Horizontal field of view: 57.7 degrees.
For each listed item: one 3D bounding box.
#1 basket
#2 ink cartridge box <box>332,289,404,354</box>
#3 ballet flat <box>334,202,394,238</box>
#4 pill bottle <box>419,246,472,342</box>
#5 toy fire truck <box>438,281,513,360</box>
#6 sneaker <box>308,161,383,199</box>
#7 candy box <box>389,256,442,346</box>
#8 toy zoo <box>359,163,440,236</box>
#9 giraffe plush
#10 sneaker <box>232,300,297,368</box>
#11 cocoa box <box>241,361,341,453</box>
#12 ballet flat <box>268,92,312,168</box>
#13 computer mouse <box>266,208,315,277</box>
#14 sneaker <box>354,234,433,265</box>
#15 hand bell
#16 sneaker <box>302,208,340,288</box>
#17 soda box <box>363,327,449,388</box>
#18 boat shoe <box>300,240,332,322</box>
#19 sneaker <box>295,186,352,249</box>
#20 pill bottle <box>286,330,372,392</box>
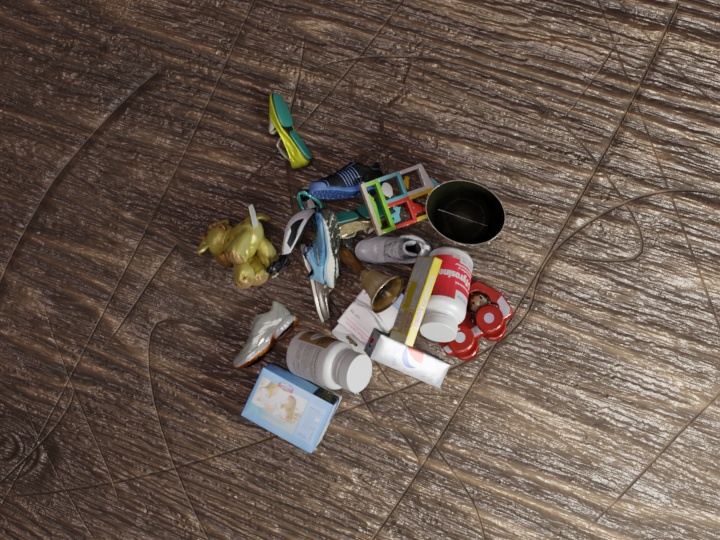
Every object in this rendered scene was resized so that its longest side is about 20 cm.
[{"bbox_3d":[0.242,-0.126,1.523,0.178,0.200,0.138,18,92,8],"label":"basket"},{"bbox_3d":[0.025,0.116,1.614,0.115,0.067,0.201,40,94,6],"label":"ink cartridge box"},{"bbox_3d":[-0.004,-0.119,1.607,0.197,0.066,0.071,-14,42,-26],"label":"ballet flat"},{"bbox_3d":[0.194,0.056,1.513,0.110,0.113,0.202,10,58,7],"label":"pill bottle"},{"bbox_3d":[0.255,0.108,1.573,0.199,0.112,0.169,-35,67,5],"label":"toy fire truck"},{"bbox_3d":[-0.037,-0.224,1.607,0.197,0.070,0.079,-6,77,-22],"label":"sneaker"},{"bbox_3d":[0.123,0.066,1.475,0.026,0.102,0.203,21,86,-19],"label":"candy box"},{"bbox_3d":[0.108,-0.178,1.595,0.197,0.020,0.133,-20,89,-16],"label":"toy zoo"},{"bbox_3d":[-0.319,-0.062,1.631,0.160,0.172,0.204,1,100,28],"label":"giraffe plush"},{"bbox_3d":[-0.255,0.162,1.655,0.200,0.076,0.092,-42,77,-3],"label":"sneaker"},{"bbox_3d":[-0.167,0.331,1.603,0.198,0.131,0.135,26,92,7],"label":"cocoa box"},{"bbox_3d":[-0.194,-0.349,1.656,0.067,0.067,0.202,-30,87,27],"label":"ballet flat"},{"bbox_3d":[-0.170,-0.077,1.588,0.044,0.110,0.201,34,118,4],"label":"computer mouse"},{"bbox_3d":[0.078,-0.053,1.586,0.196,0.115,0.077,0,88,7],"label":"sneaker"},{"bbox_3d":[0.000,0.000,1.562,0.200,0.104,0.105,41,95,30],"label":"hand bell"},{"bbox_3d":[-0.097,-0.050,1.529,0.088,0.079,0.203,7,121,11],"label":"sneaker"},{"bbox_3d":[0.111,0.210,1.565,0.198,0.068,0.064,26,92,-16],"label":"soda box"},{"bbox_3d":[-0.100,0.027,1.631,0.059,0.072,0.203,-15,95,-9],"label":"boat shoe"},{"bbox_3d":[-0.099,-0.124,1.622,0.077,0.091,0.200,-42,85,6],"label":"sneaker"},{"bbox_3d":[-0.074,0.219,1.560,0.198,0.114,0.116,13,91,41],"label":"pill bottle"}]
